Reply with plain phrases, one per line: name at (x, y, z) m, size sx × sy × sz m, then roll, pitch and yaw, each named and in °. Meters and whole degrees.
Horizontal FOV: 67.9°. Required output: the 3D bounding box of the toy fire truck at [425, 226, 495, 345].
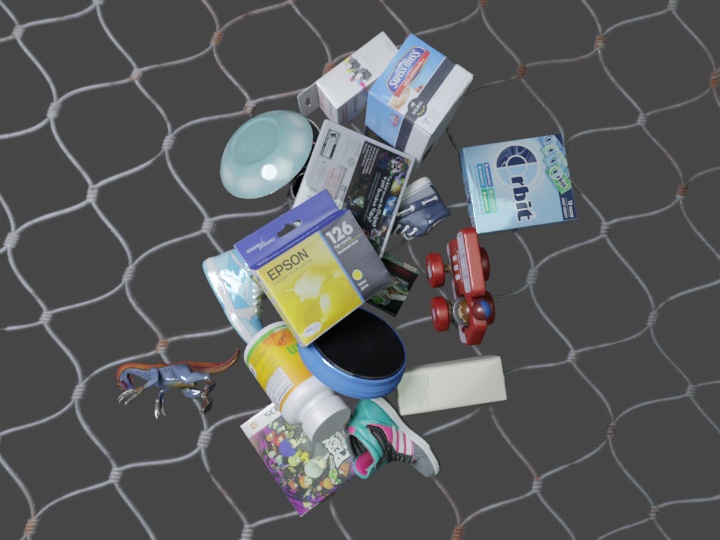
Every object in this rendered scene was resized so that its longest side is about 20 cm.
toy fire truck at (0.189, 0.033, 0.959) m, size 0.111 × 0.168 × 0.202 m, roll -6°, pitch 85°, yaw -2°

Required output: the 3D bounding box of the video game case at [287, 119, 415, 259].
video game case at (-0.014, -0.144, 0.961) m, size 0.180 × 0.023 × 0.202 m, roll 21°, pitch 82°, yaw -10°

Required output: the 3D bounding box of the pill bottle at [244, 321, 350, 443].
pill bottle at (-0.107, 0.193, 0.928) m, size 0.111 × 0.111 × 0.200 m, roll -42°, pitch 60°, yaw -4°

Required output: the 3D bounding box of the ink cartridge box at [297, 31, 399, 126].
ink cartridge box at (-0.018, -0.343, 1.015) m, size 0.199 × 0.115 × 0.068 m, roll -38°, pitch 86°, yaw -3°

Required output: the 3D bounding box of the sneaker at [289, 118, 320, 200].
sneaker at (-0.097, -0.201, 1.009) m, size 0.070 × 0.099 × 0.202 m, roll -4°, pitch 84°, yaw 0°

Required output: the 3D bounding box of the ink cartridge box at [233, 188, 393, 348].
ink cartridge box at (-0.073, -0.011, 0.890) m, size 0.197 × 0.047 × 0.201 m, roll -35°, pitch 96°, yaw -22°

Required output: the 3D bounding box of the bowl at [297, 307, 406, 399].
bowl at (-0.011, 0.133, 0.939) m, size 0.199 × 0.201 × 0.040 m, roll 26°, pitch 121°, yaw 1°

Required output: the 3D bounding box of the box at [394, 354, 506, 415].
box at (0.162, 0.210, 0.993) m, size 0.198 × 0.068 × 0.083 m, roll -7°, pitch 85°, yaw -2°

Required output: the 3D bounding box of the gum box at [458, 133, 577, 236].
gum box at (0.304, -0.165, 1.041) m, size 0.198 × 0.045 × 0.172 m, roll -8°, pitch 85°, yaw -3°

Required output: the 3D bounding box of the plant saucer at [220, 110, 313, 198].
plant saucer at (-0.185, -0.228, 0.990) m, size 0.199 × 0.039 × 0.203 m, roll -10°, pitch 61°, yaw 19°

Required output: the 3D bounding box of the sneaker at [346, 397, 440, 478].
sneaker at (0.048, 0.325, 0.944) m, size 0.200 × 0.084 × 0.121 m, roll 47°, pitch 56°, yaw -7°

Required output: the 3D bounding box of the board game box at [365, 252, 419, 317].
board game box at (0.000, 0.000, 1.006) m, size 0.199 × 0.023 × 0.105 m, roll 27°, pitch 119°, yaw 0°

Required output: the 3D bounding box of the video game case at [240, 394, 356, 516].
video game case at (-0.093, 0.315, 0.994) m, size 0.181 × 0.036 × 0.201 m, roll -35°, pitch 87°, yaw -4°

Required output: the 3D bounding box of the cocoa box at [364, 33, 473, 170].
cocoa box at (0.095, -0.295, 0.970) m, size 0.131 × 0.200 × 0.134 m, roll 36°, pitch 84°, yaw 2°

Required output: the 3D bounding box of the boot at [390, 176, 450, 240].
boot at (0.072, -0.090, 1.014) m, size 0.199 × 0.073 × 0.091 m, roll -33°, pitch 81°, yaw -5°

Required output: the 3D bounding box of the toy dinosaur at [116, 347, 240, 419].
toy dinosaur at (-0.355, 0.203, 0.998) m, size 0.180 × 0.105 × 0.200 m, roll 26°, pitch 47°, yaw 13°

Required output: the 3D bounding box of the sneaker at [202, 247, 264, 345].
sneaker at (-0.194, 0.038, 0.996) m, size 0.130 × 0.080 × 0.201 m, roll -30°, pitch 87°, yaw -2°
